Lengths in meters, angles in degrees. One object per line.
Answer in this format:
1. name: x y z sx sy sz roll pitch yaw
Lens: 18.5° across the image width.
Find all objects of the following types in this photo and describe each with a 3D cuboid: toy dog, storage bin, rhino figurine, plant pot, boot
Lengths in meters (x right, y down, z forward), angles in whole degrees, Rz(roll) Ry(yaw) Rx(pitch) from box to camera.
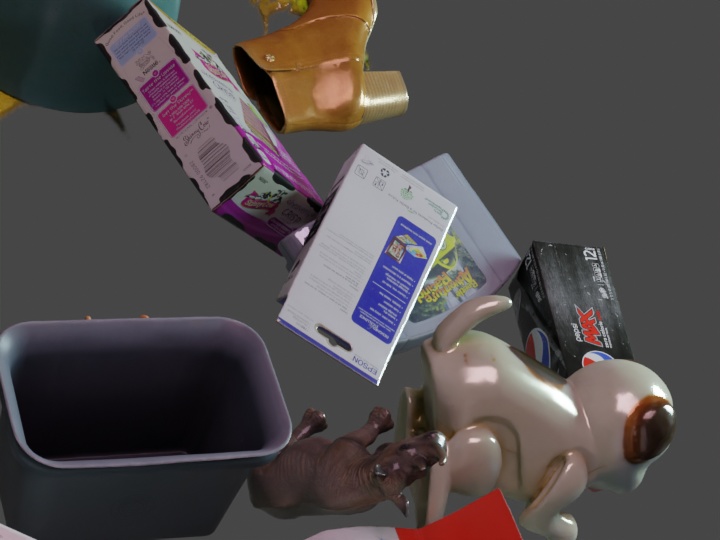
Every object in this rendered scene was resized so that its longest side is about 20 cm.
1. toy dog: 0.136 0.112 1.666 0.199 0.195 0.140 4 10 -12
2. storage bin: -0.172 0.117 1.572 0.199 0.135 0.146 -1 49 -25
3. rhino figurine: -0.006 0.144 1.600 0.087 0.200 0.060 -43 113 -36
4. plant pot: -0.241 -0.262 1.883 0.200 0.161 0.201 12 45 -12
5. boot: -0.053 -0.209 1.977 0.144 0.071 0.202 -6 57 -32

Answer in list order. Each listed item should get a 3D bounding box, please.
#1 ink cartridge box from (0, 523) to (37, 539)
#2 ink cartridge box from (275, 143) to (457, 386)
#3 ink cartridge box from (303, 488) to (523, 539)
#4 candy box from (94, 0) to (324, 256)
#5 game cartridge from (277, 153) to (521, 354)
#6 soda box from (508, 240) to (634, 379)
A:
1. ink cartridge box: -0.214 0.266 1.386 0.199 0.145 0.148 25 58 0
2. ink cartridge box: 0.000 0.000 1.757 0.099 0.039 0.200 34 51 -10
3. ink cartridge box: 0.025 0.237 1.521 0.199 0.047 0.160 -26 44 3
4. candy box: -0.120 -0.117 1.819 0.200 0.061 0.136 53 9 26
5. game cartridge: 0.040 -0.008 1.831 0.200 0.041 0.133 -29 85 -38
6. soda box: 0.180 0.071 1.821 0.070 0.063 0.200 5 47 -18
